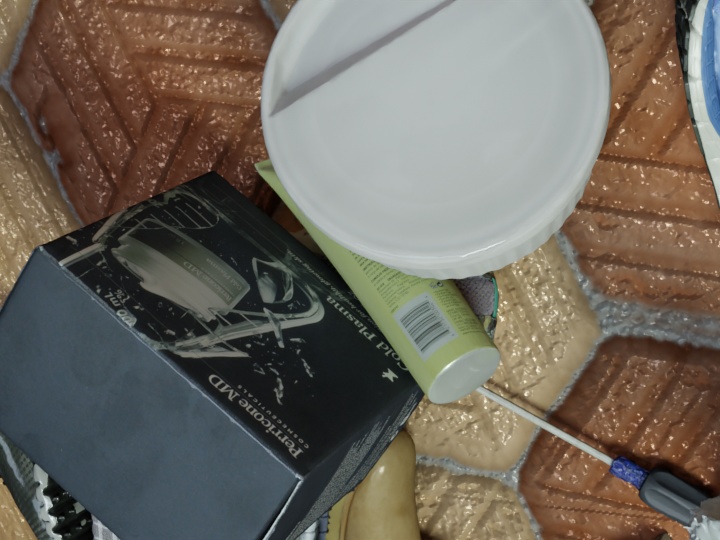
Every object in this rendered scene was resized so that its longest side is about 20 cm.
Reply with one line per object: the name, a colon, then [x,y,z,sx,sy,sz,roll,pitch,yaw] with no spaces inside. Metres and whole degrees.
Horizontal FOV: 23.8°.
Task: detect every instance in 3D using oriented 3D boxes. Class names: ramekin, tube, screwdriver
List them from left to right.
tube: [0.015,-0.009,1.047,0.052,0.058,0.200,-48,59,23]
ramekin: [0.048,-0.088,0.987,0.201,0.094,0.204,-3,73,11]
screwdriver: [0.145,0.116,1.083,0.199,0.029,0.028,27,117,11]

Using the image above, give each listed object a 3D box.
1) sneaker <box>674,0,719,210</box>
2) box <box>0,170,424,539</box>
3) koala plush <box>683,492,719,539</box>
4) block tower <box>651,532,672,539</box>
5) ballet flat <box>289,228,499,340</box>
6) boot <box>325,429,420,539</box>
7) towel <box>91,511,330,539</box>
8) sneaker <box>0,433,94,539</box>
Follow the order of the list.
sneaker: [0.229,-0.088,0.945,0.089,0.079,0.201,-16,119,15]
box: [-0.090,0.064,1.014,0.200,0.196,0.124,39,120,10]
koala plush: [0.265,0.161,0.941,0.184,0.200,0.178,-40,87,32]
block tower: [0.224,0.271,1.085,0.058,0.054,0.200,-37,88,32]
ballet flat: [0.000,0.000,1.110,0.199,0.072,0.072,13,112,23]
boot: [0.073,0.208,1.139,0.199,0.066,0.176,27,126,16]
towel: [-0.111,0.175,1.205,0.165,0.086,0.201,13,112,24]
sneaker: [-0.254,0.133,1.279,0.090,0.066,0.201,-16,96,33]
